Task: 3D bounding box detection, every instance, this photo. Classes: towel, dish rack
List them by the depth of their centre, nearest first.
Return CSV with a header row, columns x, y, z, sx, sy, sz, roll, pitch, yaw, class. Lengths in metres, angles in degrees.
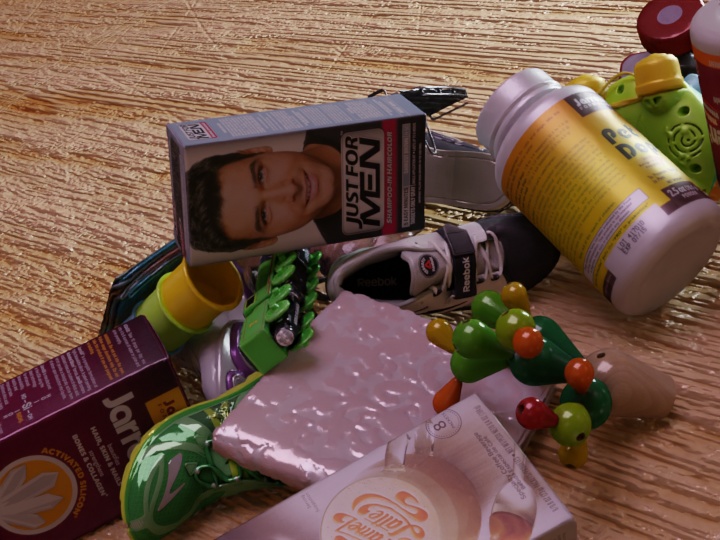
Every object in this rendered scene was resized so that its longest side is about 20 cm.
x,y,z,sx,sy,sz,roll,pitch,yaw,class
0.024,0.102,0.997,0.198,0.033,0.191,18,42,24,towel
-0.169,0.011,1.230,0.146,0.022,0.200,-36,-7,-25,towel
0.003,-0.106,1.232,0.198,0.055,0.153,-25,-6,30,dish rack

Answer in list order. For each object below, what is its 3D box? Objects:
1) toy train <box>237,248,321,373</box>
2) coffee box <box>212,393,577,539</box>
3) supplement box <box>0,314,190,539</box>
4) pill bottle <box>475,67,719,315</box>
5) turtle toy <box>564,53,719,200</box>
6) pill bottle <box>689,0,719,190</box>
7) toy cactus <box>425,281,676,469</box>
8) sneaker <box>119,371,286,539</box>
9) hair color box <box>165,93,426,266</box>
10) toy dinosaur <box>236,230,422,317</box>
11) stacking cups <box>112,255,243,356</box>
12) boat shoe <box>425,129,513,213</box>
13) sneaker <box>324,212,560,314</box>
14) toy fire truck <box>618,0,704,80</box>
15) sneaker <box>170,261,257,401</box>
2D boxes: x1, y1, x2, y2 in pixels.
x,y,z,sx,sy,sz,roll,pitch,yaw,class
-0.063,0.020,1.085,0.056,0.042,0.200,-36,17,13,toy train
0.019,0.180,0.836,0.198,0.080,0.115,-28,48,-14,coffee box
-0.227,0.136,1.073,0.198,0.112,0.086,-26,29,-11,supplement box
0.180,-0.068,1.085,0.108,0.110,0.200,-31,60,-20,pill bottle
0.233,-0.100,1.177,0.100,0.148,0.199,-14,3,-41,turtle toy
0.318,-0.107,1.046,0.108,0.202,0.110,-15,28,8,pill bottle
0.135,0.076,0.936,0.163,0.104,0.200,16,7,-17,toy cactus
-0.094,0.131,1.033,0.199,0.075,0.083,-35,27,-26,sneaker
-0.049,-0.073,1.094,0.197,0.100,0.061,-10,26,-18,hair color box
0.000,0.000,1.204,0.198,0.086,0.136,16,53,23,toy dinosaur
-0.177,0.054,1.158,0.199,0.060,0.061,-39,13,37,stacking cups
0.068,-0.096,1.319,0.198,0.074,0.062,17,9,30,boat shoe
0.068,0.002,1.119,0.197,0.075,0.089,-14,0,4,sneaker
0.329,-0.163,1.255,0.197,0.113,0.170,-8,49,24,toy fire truck
-0.119,0.072,1.182,0.099,0.075,0.201,-37,26,17,sneaker
